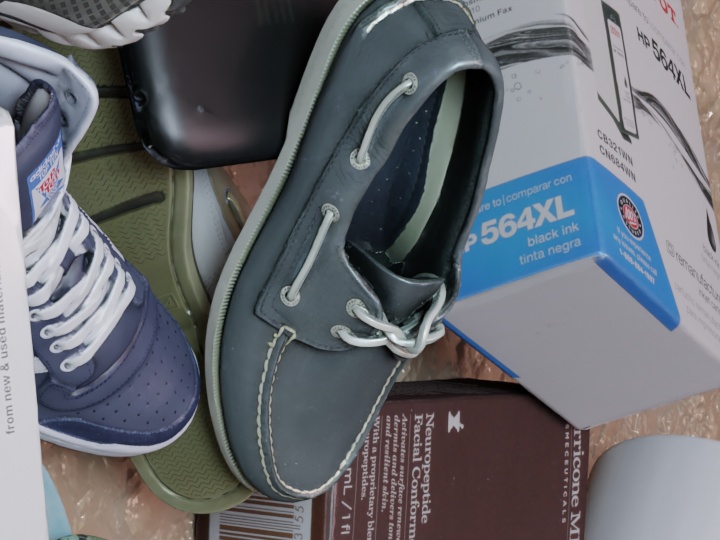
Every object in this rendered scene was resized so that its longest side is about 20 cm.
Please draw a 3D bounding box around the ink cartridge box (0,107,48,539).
[{"bbox_3d":[-0.198,0.021,0.653,0.199,0.128,0.126,-11,109,-24],"label":"ink cartridge box"}]

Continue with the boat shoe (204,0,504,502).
[{"bbox_3d":[0.000,0.000,0.861,0.072,0.062,0.201,1,117,-35],"label":"boat shoe"}]

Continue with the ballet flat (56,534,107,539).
[{"bbox_3d":[-0.043,0.174,0.861,0.074,0.074,0.201,-38,101,-46],"label":"ballet flat"}]

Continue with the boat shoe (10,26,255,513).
[{"bbox_3d":[-0.079,-0.013,0.925,0.068,0.074,0.201,-62,139,-66],"label":"boat shoe"}]

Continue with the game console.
[{"bbox_3d":[-0.043,-0.131,0.935,0.175,0.116,0.201,-10,83,-32],"label":"game console"}]

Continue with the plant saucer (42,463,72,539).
[{"bbox_3d":[-0.165,0.139,0.824,0.201,0.038,0.203,-21,115,-58],"label":"plant saucer"}]

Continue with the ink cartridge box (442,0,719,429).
[{"bbox_3d":[0.086,-0.055,1.073,0.146,0.084,0.201,36,42,-51],"label":"ink cartridge box"}]

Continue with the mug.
[{"bbox_3d":[0.153,0.192,1.163,0.154,0.149,0.187,-63,151,-31],"label":"mug"}]

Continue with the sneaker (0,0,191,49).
[{"bbox_3d":[-0.116,-0.111,0.761,0.090,0.199,0.067,24,79,-37],"label":"sneaker"}]

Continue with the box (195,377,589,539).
[{"bbox_3d":[0.018,0.099,1.061,0.199,0.075,0.101,0,93,-56],"label":"box"}]

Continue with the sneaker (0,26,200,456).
[{"bbox_3d":[-0.103,-0.006,0.813,0.200,0.108,0.070,44,59,-30],"label":"sneaker"}]
